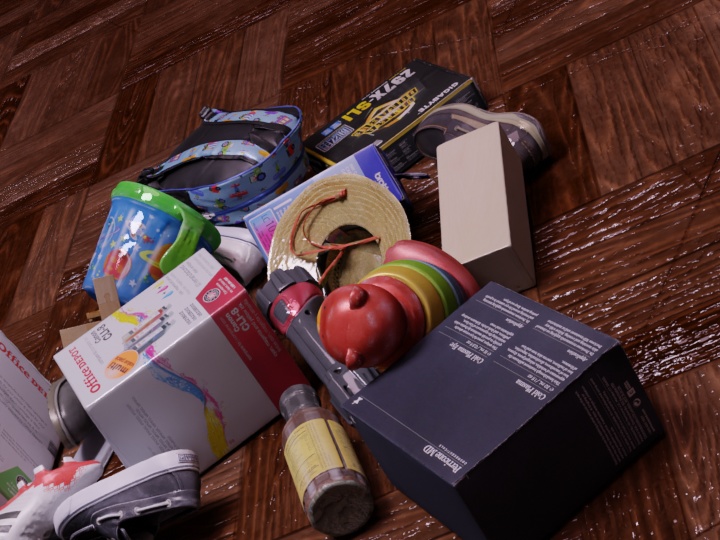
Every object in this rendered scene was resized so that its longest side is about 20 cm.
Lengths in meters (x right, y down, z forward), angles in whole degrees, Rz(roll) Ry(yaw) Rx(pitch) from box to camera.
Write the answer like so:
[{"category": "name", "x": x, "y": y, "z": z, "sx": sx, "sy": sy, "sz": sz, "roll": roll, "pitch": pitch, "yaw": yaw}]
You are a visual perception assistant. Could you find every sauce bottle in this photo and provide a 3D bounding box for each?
[{"category": "sauce bottle", "x": -0.037, "y": 0.169, "z": 1.451, "sx": 0.065, "sy": 0.065, "sz": 0.200, "roll": -30, "pitch": 26, "yaw": 2}]

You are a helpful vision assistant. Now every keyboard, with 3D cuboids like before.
[{"category": "keyboard", "x": -0.299, "y": 0.217, "z": 1.696, "sx": 0.056, "sy": 0.011, "sz": 0.200, "roll": -20, "pitch": 29, "yaw": 32}]

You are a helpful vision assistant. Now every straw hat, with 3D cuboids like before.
[{"category": "straw hat", "x": 0.000, "y": 0.000, "z": 1.649, "sx": 0.201, "sy": 0.085, "sz": 0.202, "roll": -14, "pitch": 67, "yaw": 35}]

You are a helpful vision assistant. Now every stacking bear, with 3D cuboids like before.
[{"category": "stacking bear", "x": 0.028, "y": 0.044, "z": 1.441, "sx": 0.113, "sy": 0.122, "sz": 0.200, "roll": 13, "pitch": 10, "yaw": 24}]

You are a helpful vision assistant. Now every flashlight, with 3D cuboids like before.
[{"category": "flashlight", "x": -0.032, "y": 0.076, "z": 1.544, "sx": 0.068, "sy": 0.068, "sz": 0.200, "roll": -30, "pitch": 49, "yaw": -13}]

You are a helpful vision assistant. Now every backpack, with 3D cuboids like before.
[{"category": "backpack", "x": -0.146, "y": -0.121, "z": 1.948, "sx": 0.200, "sy": 0.135, "sz": 0.183, "roll": -5, "pitch": 36, "yaw": 42}]

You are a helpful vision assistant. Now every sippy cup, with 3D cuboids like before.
[{"category": "sippy cup", "x": -0.248, "y": -0.013, "z": 1.796, "sx": 0.131, "sy": 0.139, "sz": 0.178, "roll": -63, "pitch": -8, "yaw": -14}]

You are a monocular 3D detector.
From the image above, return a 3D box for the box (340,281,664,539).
[{"category": "box", "x": 0.116, "y": 0.124, "z": 1.323, "sx": 0.182, "sy": 0.104, "sz": 0.200, "roll": -38, "pitch": 28, "yaw": -13}]

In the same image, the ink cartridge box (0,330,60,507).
[{"category": "ink cartridge box", "x": -0.409, "y": 0.180, "z": 1.716, "sx": 0.084, "sy": 0.146, "sz": 0.200, "roll": -28, "pitch": 26, "yaw": 18}]

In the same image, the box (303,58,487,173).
[{"category": "box", "x": 0.038, "y": -0.180, "z": 1.959, "sx": 0.200, "sy": 0.049, "sz": 0.160, "roll": -37, "pitch": 26, "yaw": -10}]

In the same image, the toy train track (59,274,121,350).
[{"category": "toy train track", "x": -0.225, "y": 0.055, "z": 1.702, "sx": 0.199, "sy": 0.115, "sz": 0.033, "roll": -13, "pitch": -8, "yaw": -7}]

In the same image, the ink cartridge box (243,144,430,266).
[{"category": "ink cartridge box", "x": -0.020, "y": -0.074, "z": 1.757, "sx": 0.200, "sy": 0.077, "sz": 0.136, "roll": -31, "pitch": -4, "yaw": 5}]

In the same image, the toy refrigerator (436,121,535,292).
[{"category": "toy refrigerator", "x": 0.130, "y": -0.057, "z": 1.622, "sx": 0.076, "sy": 0.070, "sz": 0.200, "roll": -22, "pitch": 39, "yaw": 18}]

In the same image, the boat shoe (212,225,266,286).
[{"category": "boat shoe", "x": -0.201, "y": -0.004, "z": 1.899, "sx": 0.201, "sy": 0.075, "sz": 0.086, "roll": 6, "pitch": 51, "yaw": 38}]

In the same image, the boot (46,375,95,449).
[{"category": "boot", "x": -0.238, "y": 0.111, "z": 1.736, "sx": 0.199, "sy": 0.073, "sz": 0.182, "roll": -19, "pitch": 22, "yaw": 9}]

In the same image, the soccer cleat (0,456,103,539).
[{"category": "soccer cleat", "x": -0.343, "y": 0.265, "z": 1.597, "sx": 0.200, "sy": 0.069, "sz": 0.085, "roll": -30, "pitch": 70, "yaw": -9}]

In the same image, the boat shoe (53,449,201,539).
[{"category": "boat shoe", "x": -0.226, "y": 0.239, "z": 1.523, "sx": 0.200, "sy": 0.072, "sz": 0.068, "roll": -29, "pitch": 63, "yaw": 32}]

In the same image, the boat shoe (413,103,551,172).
[{"category": "boat shoe", "x": 0.124, "y": -0.141, "z": 1.780, "sx": 0.200, "sy": 0.075, "sz": 0.073, "roll": 6, "pitch": 45, "yaw": 51}]

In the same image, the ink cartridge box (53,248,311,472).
[{"category": "ink cartridge box", "x": -0.185, "y": 0.107, "z": 1.611, "sx": 0.200, "sy": 0.145, "sz": 0.145, "roll": -37, "pitch": 30, "yaw": -8}]
